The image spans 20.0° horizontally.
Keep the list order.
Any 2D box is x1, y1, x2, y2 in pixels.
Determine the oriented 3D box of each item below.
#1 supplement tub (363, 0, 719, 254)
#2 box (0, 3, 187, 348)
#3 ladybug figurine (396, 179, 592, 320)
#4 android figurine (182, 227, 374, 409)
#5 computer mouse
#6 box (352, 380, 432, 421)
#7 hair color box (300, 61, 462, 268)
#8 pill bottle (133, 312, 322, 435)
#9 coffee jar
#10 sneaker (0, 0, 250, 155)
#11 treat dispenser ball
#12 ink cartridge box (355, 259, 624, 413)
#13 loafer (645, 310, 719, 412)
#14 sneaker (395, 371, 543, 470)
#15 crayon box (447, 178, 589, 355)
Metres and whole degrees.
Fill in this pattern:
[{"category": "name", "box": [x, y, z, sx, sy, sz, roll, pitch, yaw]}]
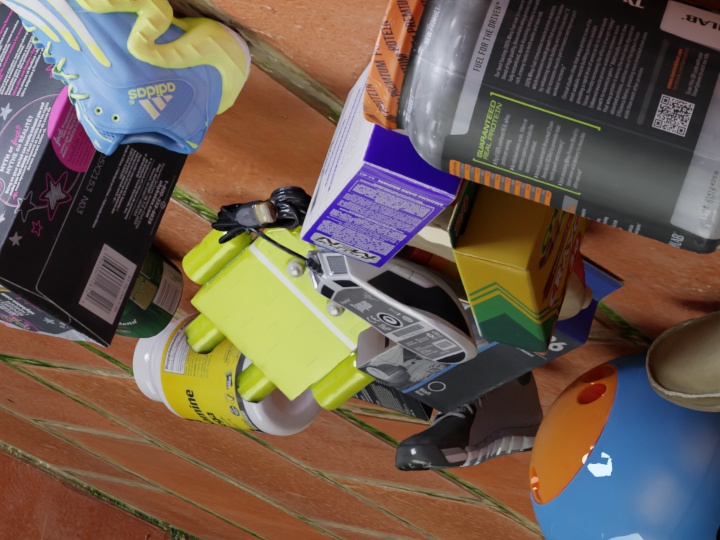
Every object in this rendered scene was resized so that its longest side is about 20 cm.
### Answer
[{"category": "supplement tub", "box": [0.109, -0.094, 1.058, 0.199, 0.123, 0.123, 19, 165, 6]}, {"category": "box", "box": [-0.212, -0.067, 1.411, 0.114, 0.201, 0.132, 10, 162, 39]}, {"category": "ladybug figurine", "box": [0.075, -0.026, 1.432, 0.199, 0.072, 0.136, 24, 164, -11]}, {"category": "android figurine", "box": [-0.058, 0.031, 1.681, 0.182, 0.041, 0.200, 46, 129, -8]}, {"category": "computer mouse", "box": [0.000, 0.000, 1.406, 0.200, 0.044, 0.110, 32, 157, -17]}, {"category": "box", "box": [-0.005, 0.056, 1.811, 0.141, 0.079, 0.200, 14, 164, 13]}, {"category": "hair color box", "box": [0.023, -0.079, 1.242, 0.065, 0.110, 0.200, 21, 165, -9]}, {"category": "pill bottle", "box": [-0.135, 0.102, 2.067, 0.200, 0.113, 0.112, 5, 159, 45]}, {"category": "coffee jar", "box": [-0.250, -0.011, 1.875, 0.104, 0.086, 0.200, 12, 162, 27]}, {"category": "sneaker", "box": [-0.171, -0.138, 1.294, 0.199, 0.105, 0.076, 22, 165, -10]}, {"category": "treat dispenser ball", "box": [0.236, 0.167, 1.651, 0.200, 0.201, 0.201, 19, 165, 5]}, {"category": "ink cartridge box", "box": [0.097, 0.044, 1.563, 0.099, 0.039, 0.200, 29, 137, -30]}, {"category": "loafer", "box": [0.281, 0.055, 1.461, 0.200, 0.076, 0.067, -10, 148, 43]}, {"category": "sneaker", "box": [0.090, 0.109, 1.774, 0.075, 0.116, 0.200, -8, 178, 36]}, {"category": "crayon box", "box": [0.103, -0.039, 1.247, 0.051, 0.127, 0.200, 15, 165, 15]}]
